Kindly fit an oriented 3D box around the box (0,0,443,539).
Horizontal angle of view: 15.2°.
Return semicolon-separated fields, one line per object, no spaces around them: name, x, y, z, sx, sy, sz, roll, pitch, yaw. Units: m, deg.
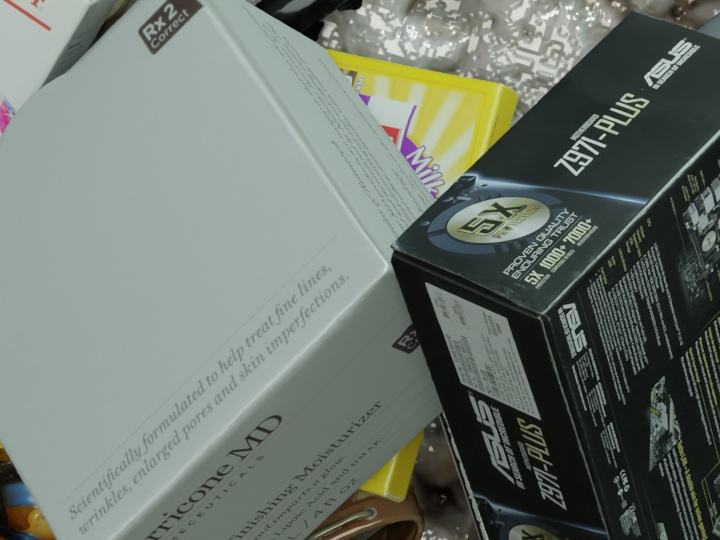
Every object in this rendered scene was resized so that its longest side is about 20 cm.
box;-0.070;0.009;1.209;0.199;0.131;0.200;-44;58;15

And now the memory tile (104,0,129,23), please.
memory tile;-0.144;-0.217;1.307;0.153;0.017;0.201;-6;94;6

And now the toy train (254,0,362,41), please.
toy train;-0.079;-0.089;1.294;0.200;0.046;0.034;-36;90;7

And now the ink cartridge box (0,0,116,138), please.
ink cartridge box;-0.192;-0.116;1.274;0.115;0.068;0.200;35;109;2

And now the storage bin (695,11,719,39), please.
storage bin;0.216;-0.050;1.233;0.134;0.146;0.200;-42;89;-20

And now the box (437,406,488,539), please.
box;0.086;0.144;1.263;0.035;0.110;0.200;-18;92;7

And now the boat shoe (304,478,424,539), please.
boat shoe;-0.049;0.162;1.284;0.200;0.076;0.072;-48;44;8

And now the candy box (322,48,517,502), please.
candy box;0.000;0.000;1.269;0.102;0.026;0.201;13;84;24

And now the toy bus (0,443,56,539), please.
toy bus;-0.197;0.103;1.291;0.200;0.136;0.192;24;80;2

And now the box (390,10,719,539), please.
box;0.116;0.023;1.135;0.086;0.200;0.164;24;58;39
